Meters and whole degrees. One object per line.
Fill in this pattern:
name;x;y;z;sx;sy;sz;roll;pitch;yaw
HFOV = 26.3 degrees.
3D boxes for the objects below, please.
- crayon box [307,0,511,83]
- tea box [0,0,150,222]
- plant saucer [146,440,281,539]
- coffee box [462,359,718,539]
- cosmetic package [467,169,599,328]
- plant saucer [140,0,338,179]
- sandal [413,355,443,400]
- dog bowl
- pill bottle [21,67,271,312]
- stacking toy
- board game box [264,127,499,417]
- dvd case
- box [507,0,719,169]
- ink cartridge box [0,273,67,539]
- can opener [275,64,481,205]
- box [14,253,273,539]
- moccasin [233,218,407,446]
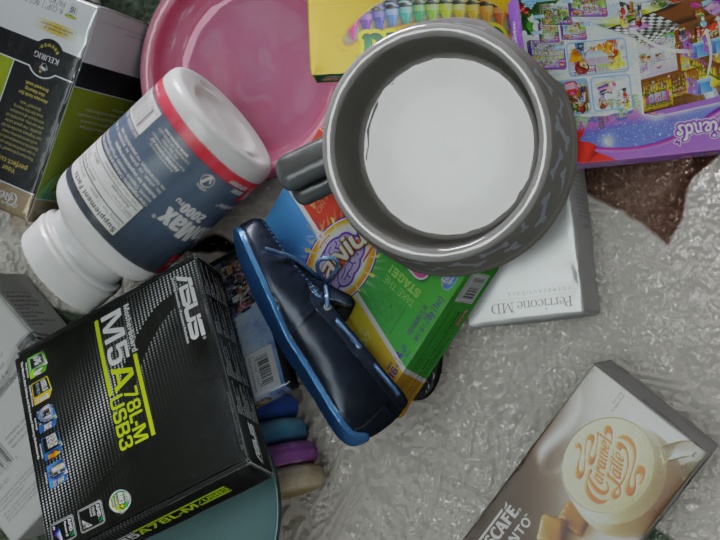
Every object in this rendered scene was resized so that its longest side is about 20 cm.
crayon box;0.055;-0.247;1.268;0.198;0.058;0.174;-3;87;2
tea box;-0.314;-0.165;1.383;0.199;0.134;0.198;23;96;18
plant saucer;-0.138;0.201;1.297;0.199;0.027;0.202;-6;80;37
coffee box;0.179;0.186;1.235;0.114;0.080;0.200;39;101;16
cosmetic package;0.132;-0.057;1.259;0.101;0.074;0.202;-8;85;20
plant saucer;-0.095;-0.177;1.351;0.199;0.051;0.202;0;90;18
sandal;0.011;0.028;1.320;0.075;0.045;0.200;-46;60;12
dog bowl;0.061;-0.095;1.160;0.199;0.059;0.202;0;90;15
pill bottle;-0.183;-0.062;1.289;0.200;0.119;0.120;-41;77;14
stacking toy;-0.092;0.099;1.339;0.085;0.085;0.201;-18;77;18
board game box;0.000;0.000;1.273;0.200;0.040;0.154;42;109;33
dvd case;-0.153;0.077;1.299;0.199;0.018;0.143;-27;57;17
box;0.221;-0.154;1.205;0.198;0.039;0.138;-6;87;-7
ink cartridge box;-0.312;0.122;1.404;0.145;0.084;0.200;-46;76;13
can opener;0.024;-0.118;1.233;0.199;0.053;0.067;-29;55;12
box;-0.182;0.116;1.258;0.192;0.047;0.201;-28;58;18
moccasin;-0.032;0.043;1.225;0.068;0.081;0.201;-28;81;-12
